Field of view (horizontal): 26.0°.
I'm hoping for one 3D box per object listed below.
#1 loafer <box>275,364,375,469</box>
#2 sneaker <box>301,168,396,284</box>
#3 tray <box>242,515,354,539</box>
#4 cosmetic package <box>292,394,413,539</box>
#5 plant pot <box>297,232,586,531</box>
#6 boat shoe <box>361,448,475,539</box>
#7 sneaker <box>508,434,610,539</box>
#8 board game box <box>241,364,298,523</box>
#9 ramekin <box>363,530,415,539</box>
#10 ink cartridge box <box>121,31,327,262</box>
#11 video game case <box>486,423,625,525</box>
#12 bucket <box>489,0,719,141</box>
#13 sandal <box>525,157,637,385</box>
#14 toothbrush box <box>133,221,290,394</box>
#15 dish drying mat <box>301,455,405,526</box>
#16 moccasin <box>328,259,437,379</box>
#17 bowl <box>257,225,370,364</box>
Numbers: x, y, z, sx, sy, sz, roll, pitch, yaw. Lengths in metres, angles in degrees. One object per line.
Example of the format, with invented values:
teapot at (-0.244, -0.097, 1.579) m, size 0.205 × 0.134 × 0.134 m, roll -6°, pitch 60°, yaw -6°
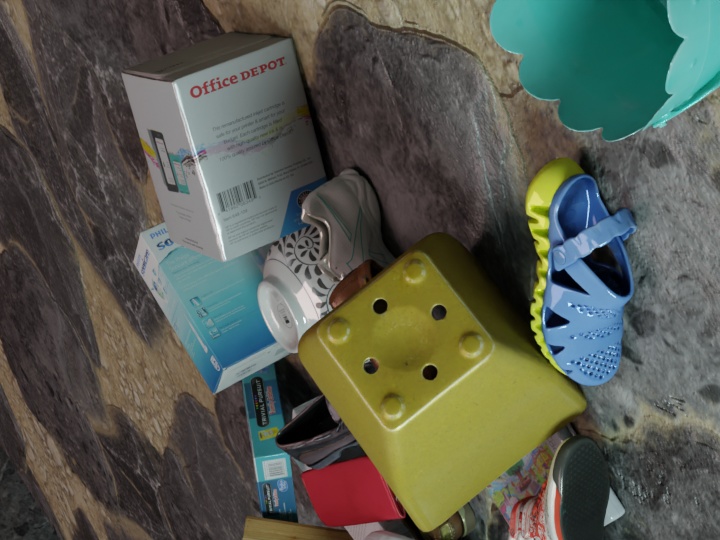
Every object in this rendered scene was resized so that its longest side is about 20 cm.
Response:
loafer at (-0.027, 0.163, 1.762) m, size 0.200 × 0.063 × 0.072 m, roll -46°, pitch 34°, yaw 41°
sneaker at (0.000, 0.000, 1.619) m, size 0.201 × 0.080 × 0.070 m, roll 64°, pitch 154°, yaw -4°
tray at (-0.050, 0.358, 1.953) m, size 0.099 × 0.198 × 0.037 m, roll 100°, pitch 177°, yaw -52°
cosmetic package at (-0.003, 0.250, 1.877) m, size 0.200 × 0.074 × 0.102 m, roll 52°, pitch 153°, yaw 28°
plant pot at (0.057, 0.083, 1.363) m, size 0.195 × 0.195 × 0.200 m, roll 53°, pitch -178°, yaw 22°
boat shoe at (0.045, 0.235, 1.769) m, size 0.200 × 0.068 × 0.072 m, roll 43°, pitch 149°, yaw 38°
sneaker at (0.178, 0.225, 1.451) m, size 0.108 × 0.067 × 0.203 m, roll 27°, pitch 139°, yaw 48°
board game box at (-0.119, 0.218, 2.002) m, size 0.201 × 0.046 × 0.152 m, roll -105°, pitch 8°, yaw -50°
ramekin at (0.068, 0.373, 1.737) m, size 0.199 × 0.098 × 0.201 m, roll 26°, pitch 161°, yaw 9°
ink cartridge box at (-0.142, -0.138, 1.673) m, size 0.146 × 0.146 × 0.202 m, roll 19°, pitch 128°, yaw 57°
video game case at (0.166, 0.190, 1.543) m, size 0.183 × 0.022 × 0.200 m, roll 58°, pitch 155°, yaw 12°
bucket at (0.180, -0.202, 1.000) m, size 0.207 × 0.134 × 0.208 m, roll 45°, pitch 150°, yaw 34°
sandal at (0.187, 0.011, 1.270) m, size 0.087 × 0.079 × 0.201 m, roll 26°, pitch 138°, yaw 48°
toothbrush box at (-0.161, 0.022, 1.875) m, size 0.201 × 0.146 × 0.085 m, roll 56°, pitch 154°, yaw 13°
dish drying mat at (-0.008, 0.255, 1.790) m, size 0.200 × 0.018 × 0.077 m, roll -25°, pitch 86°, yaw 60°
moccasin at (0.055, 0.078, 1.548) m, size 0.078 × 0.073 × 0.202 m, roll -41°, pitch 77°, yaw 30°
bowl at (-0.054, 0.033, 1.737) m, size 0.201 × 0.094 × 0.202 m, roll 43°, pitch 148°, yaw 35°
